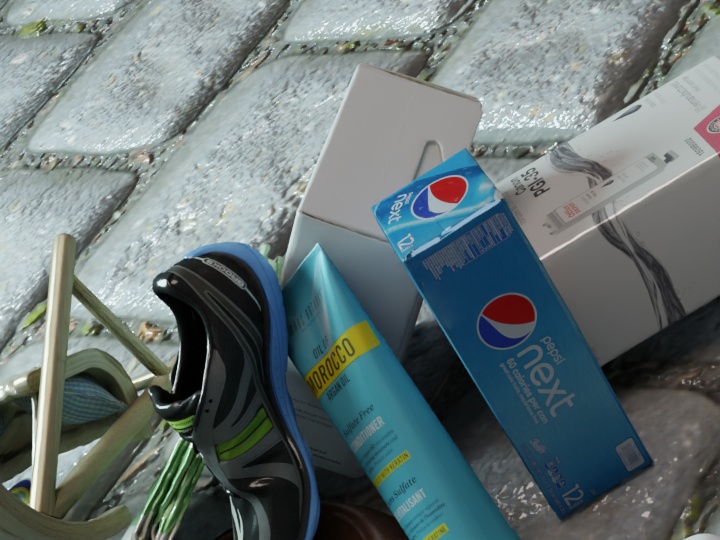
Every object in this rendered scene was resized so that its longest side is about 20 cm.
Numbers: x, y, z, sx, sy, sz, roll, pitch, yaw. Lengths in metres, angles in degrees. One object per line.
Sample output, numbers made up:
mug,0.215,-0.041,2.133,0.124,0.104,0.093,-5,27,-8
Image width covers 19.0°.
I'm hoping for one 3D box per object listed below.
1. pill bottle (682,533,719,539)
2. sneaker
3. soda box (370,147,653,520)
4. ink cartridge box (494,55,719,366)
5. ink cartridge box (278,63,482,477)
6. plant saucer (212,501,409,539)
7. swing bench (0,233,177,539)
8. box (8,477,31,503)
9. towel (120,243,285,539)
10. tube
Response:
pill bottle,0.139,0.189,0.988,0.199,0.112,0.112,-26,32,10
sneaker,-0.076,0.087,1.199,0.082,0.201,0.071,-13,4,-31
soda box,0.083,0.036,1.164,0.064,0.201,0.068,-31,31,0
ink cartridge box,0.163,-0.029,1.280,0.199,0.083,0.147,-30,21,3
ink cartridge box,0.000,0.000,1.286,0.084,0.201,0.145,19,44,1
plant saucer,-0.053,0.201,1.219,0.199,0.035,0.201,-24,32,16
swing bench,-0.235,0.116,1.321,0.198,0.130,0.201,-22,35,34
box,-0.267,0.226,1.370,0.200,0.032,0.121,-39,32,-8
towel,-0.101,0.089,1.308,0.153,0.023,0.201,136,156,-74
tube,0.016,0.085,1.179,0.050,0.201,0.077,-20,-19,-46
